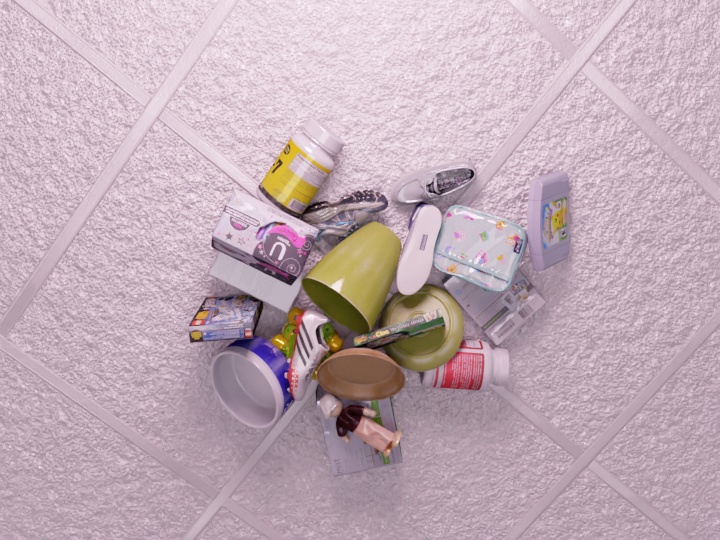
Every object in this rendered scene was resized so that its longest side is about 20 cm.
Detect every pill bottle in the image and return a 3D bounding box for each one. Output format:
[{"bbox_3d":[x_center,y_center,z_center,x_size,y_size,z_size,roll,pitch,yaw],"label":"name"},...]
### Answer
[{"bbox_3d":[-0.126,-0.217,1.552,0.113,0.115,0.201,35,101,-10],"label":"pill bottle"},{"bbox_3d":[0.239,0.218,1.682,0.195,0.112,0.115,4,106,-2],"label":"pill bottle"}]

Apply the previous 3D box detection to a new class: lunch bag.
[{"bbox_3d":[0.263,-0.043,1.591,0.197,0.077,0.164,21,92,17],"label":"lunch bag"}]

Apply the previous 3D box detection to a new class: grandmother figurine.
[{"bbox_3d":[-0.010,0.346,1.644,0.198,0.061,0.122,34,110,-8],"label":"grandmother figurine"}]

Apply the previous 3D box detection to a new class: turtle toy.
[{"bbox_3d":[-0.128,0.180,1.666,0.144,0.101,0.202,34,101,4],"label":"turtle toy"}]

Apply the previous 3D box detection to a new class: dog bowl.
[{"bbox_3d":[-0.242,0.252,1.648,0.197,0.079,0.204,17,124,27],"label":"dog bowl"}]

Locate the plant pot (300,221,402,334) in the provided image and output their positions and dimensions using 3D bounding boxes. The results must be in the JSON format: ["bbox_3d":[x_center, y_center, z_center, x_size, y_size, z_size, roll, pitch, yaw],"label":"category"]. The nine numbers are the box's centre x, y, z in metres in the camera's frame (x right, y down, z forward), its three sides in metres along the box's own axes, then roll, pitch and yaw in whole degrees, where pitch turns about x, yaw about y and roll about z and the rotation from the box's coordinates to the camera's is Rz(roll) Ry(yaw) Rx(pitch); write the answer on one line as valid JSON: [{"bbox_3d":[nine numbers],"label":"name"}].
[{"bbox_3d":[0.000,0.000,1.582,0.186,0.187,0.201,40,70,-11],"label":"plant pot"}]

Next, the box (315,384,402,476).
[{"bbox_3d":[-0.003,0.365,1.725,0.172,0.097,0.204,-12,106,3],"label":"box"}]

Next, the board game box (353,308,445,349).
[{"bbox_3d":[0.086,0.133,1.572,0.196,0.105,0.024,-19,71,5],"label":"board game box"}]

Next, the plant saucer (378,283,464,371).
[{"bbox_3d":[0.135,0.124,1.637,0.195,0.031,0.205,-4,72,11],"label":"plant saucer"}]

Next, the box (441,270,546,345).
[{"bbox_3d":[0.307,0.048,1.674,0.156,0.041,0.200,-42,103,9],"label":"box"}]

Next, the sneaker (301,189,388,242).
[{"bbox_3d":[-0.030,-0.118,1.612,0.195,0.078,0.088,-12,115,10],"label":"sneaker"}]

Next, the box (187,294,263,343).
[{"bbox_3d":[-0.290,0.101,1.592,0.133,0.200,0.041,-4,106,0],"label":"box"}]

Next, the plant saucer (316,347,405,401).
[{"bbox_3d":[0.002,0.222,1.586,0.195,0.036,0.202,3,142,2],"label":"plant saucer"}]

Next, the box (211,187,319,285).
[{"bbox_3d":[-0.203,-0.066,1.524,0.197,0.132,0.117,25,77,-8],"label":"box"}]

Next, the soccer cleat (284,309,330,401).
[{"bbox_3d":[-0.111,0.188,1.577,0.083,0.068,0.205,8,93,19],"label":"soccer cleat"}]

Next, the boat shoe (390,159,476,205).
[{"bbox_3d":[0.160,-0.192,1.588,0.197,0.072,0.071,-19,105,4],"label":"boat shoe"}]

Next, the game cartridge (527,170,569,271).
[{"bbox_3d":[0.414,-0.107,1.596,0.132,0.040,0.205,-20,111,-39],"label":"game cartridge"}]

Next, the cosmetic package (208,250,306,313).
[{"bbox_3d":[-0.228,0.002,1.627,0.197,0.071,0.103,28,94,-8],"label":"cosmetic package"}]

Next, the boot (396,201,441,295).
[{"bbox_3d":[0.126,-0.050,1.612,0.071,0.090,0.204,18,100,-11],"label":"boot"}]
